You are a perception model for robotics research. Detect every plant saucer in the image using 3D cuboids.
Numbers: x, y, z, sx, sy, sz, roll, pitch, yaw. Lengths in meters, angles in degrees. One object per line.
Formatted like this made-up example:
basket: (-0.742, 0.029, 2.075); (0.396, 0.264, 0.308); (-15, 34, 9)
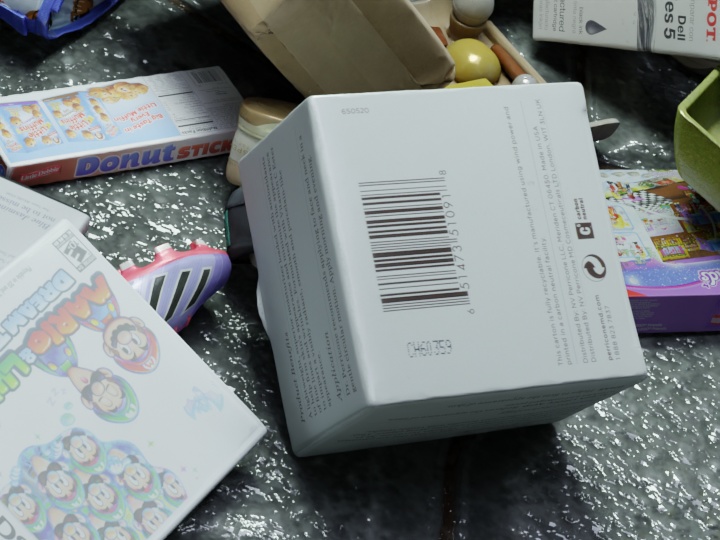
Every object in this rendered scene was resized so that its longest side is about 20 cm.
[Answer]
plant saucer: (0.312, -0.057, 1.664); (0.200, 0.048, 0.200); (42, 25, 4)

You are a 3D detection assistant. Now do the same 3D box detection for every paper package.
paper package: (-0.049, -0.216, 1.645); (0.103, 0.191, 0.200); (-39, 55, 4)

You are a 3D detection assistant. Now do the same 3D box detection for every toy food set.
toy food set: (0.086, -0.159, 1.736); (0.143, 0.061, 0.200); (-14, 49, -33)

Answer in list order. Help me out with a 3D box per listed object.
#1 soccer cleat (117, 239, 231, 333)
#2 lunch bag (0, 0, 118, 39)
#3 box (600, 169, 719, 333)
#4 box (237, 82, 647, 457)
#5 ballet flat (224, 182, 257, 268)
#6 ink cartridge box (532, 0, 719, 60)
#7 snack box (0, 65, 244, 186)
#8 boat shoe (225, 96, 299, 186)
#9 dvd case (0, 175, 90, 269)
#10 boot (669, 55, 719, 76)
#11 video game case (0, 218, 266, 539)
soccer cleat: (-0.154, 0.038, 1.433); (0.200, 0.067, 0.077); (-21, 84, -44)
lunch bag: (-0.245, -0.269, 1.692); (0.170, 0.124, 0.200); (28, 52, 13)
box: (0.206, -0.015, 1.636); (0.199, 0.039, 0.137); (-1, 42, -22)
box: (0.049, -0.001, 1.431); (0.199, 0.131, 0.200); (-5, 76, -26)
ballet flat: (0.000, 0.000, 1.529); (0.199, 0.073, 0.073); (18, 40, -10)
ink cartridge box: (0.235, -0.243, 1.755); (0.200, 0.146, 0.084); (12, 16, 43)
snack box: (-0.171, -0.102, 1.602); (0.199, 0.024, 0.072); (-11, 49, -31)
boat shoe: (0.003, -0.069, 1.603); (0.199, 0.065, 0.072); (11, 16, -20)
dvd case: (-0.276, -0.004, 1.456); (0.142, 0.018, 0.200); (23, 41, 4)
boot: (0.253, -0.269, 1.853); (0.073, 0.151, 0.200); (-20, 53, -36)
video game case: (-0.174, 0.088, 1.329); (0.182, 0.024, 0.200); (46, 48, -1)
